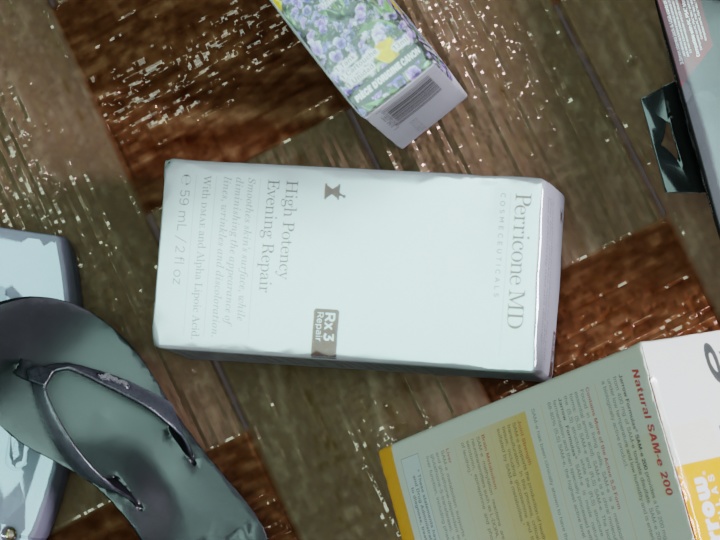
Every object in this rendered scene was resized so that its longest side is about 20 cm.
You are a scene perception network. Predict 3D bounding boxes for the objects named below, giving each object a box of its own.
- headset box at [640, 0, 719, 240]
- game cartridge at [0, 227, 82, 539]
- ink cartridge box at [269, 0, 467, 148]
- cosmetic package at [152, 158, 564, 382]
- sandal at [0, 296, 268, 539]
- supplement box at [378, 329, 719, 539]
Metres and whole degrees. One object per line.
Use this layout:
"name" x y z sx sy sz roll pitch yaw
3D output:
"headset box" 0.241 -0.089 1.471 0.199 0.077 0.150 -15 82 7
"game cartridge" -0.215 0.074 1.560 0.133 0.040 0.201 8 86 15
"ink cartridge box" -0.030 -0.159 1.511 0.050 0.109 0.200 -38 79 5
"cosmetic package" 0.000 0.000 1.509 0.199 0.074 0.102 2 85 12
"sandal" -0.121 0.087 1.513 0.200 0.043 0.076 44 83 -2
"supplement box" 0.109 0.116 1.422 0.200 0.073 0.127 -24 77 48
